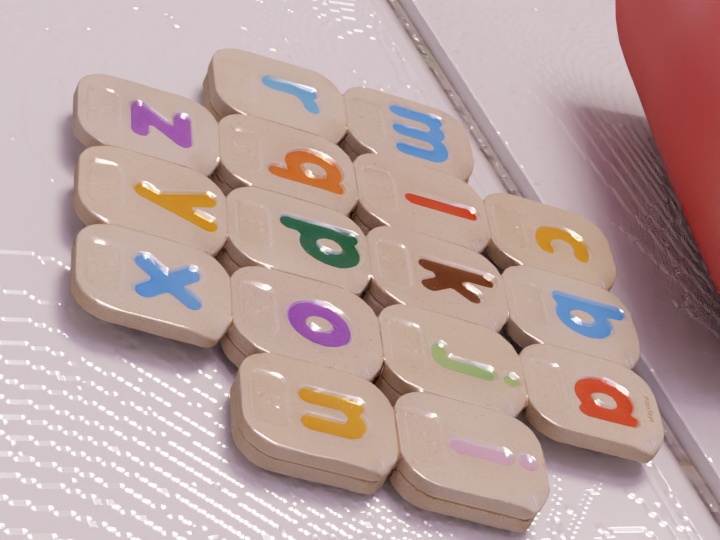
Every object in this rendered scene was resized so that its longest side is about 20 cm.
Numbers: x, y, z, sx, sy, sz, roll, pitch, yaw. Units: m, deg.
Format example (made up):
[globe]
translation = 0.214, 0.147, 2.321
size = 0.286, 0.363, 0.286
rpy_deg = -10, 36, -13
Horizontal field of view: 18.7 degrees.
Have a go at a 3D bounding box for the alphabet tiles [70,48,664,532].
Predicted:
[alphabet tiles]
translation = 0.000, 0.000, 0.701
size = 0.195, 0.015, 0.200
rpy_deg = 15, 36, -19

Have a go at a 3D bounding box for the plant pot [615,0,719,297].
[plant pot]
translation = 0.188, -0.073, 0.791
size = 0.200, 0.201, 0.177
rpy_deg = 10, 28, -25
